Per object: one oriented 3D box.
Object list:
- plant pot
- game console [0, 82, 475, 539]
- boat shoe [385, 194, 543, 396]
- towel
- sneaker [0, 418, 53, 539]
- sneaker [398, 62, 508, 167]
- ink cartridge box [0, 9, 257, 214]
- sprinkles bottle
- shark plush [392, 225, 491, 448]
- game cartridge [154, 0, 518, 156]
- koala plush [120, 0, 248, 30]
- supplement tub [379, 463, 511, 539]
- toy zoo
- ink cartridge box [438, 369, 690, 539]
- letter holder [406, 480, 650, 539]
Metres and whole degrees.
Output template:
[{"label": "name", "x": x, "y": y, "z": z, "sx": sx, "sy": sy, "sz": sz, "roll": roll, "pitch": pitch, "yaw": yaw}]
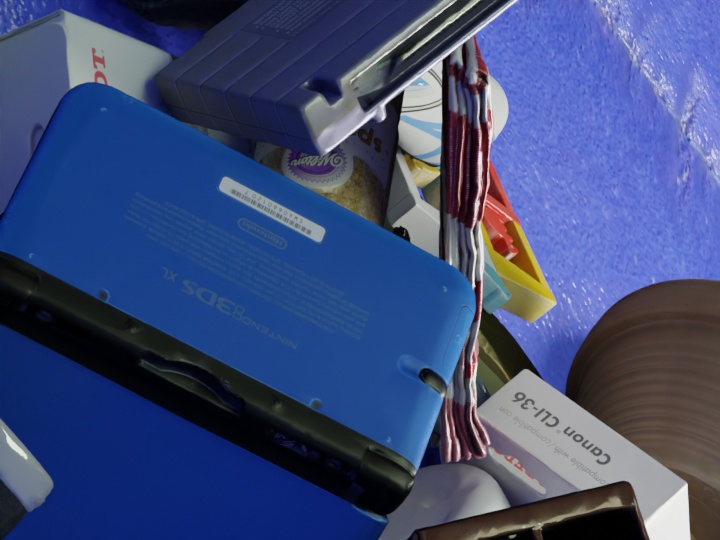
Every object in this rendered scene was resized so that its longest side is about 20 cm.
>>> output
[{"label": "plant pot", "x": 0.185, "y": 0.111, "z": 1.500, "sx": 0.093, "sy": 0.200, "sz": 0.201, "roll": -47, "pitch": 115, "yaw": -41}, {"label": "game console", "x": -0.077, "y": 0.049, "z": 1.209, "sx": 0.199, "sy": 0.118, "sz": 0.171, "roll": 28, "pitch": 53, "yaw": -8}, {"label": "boat shoe", "x": 0.034, "y": 0.027, "z": 1.533, "sx": 0.201, "sy": 0.063, "sz": 0.073, "roll": 55, "pitch": 19, "yaw": -8}, {"label": "towel", "x": 0.048, "y": -0.030, "z": 1.342, "sx": 0.144, "sy": 0.023, "sz": 0.201, "roll": -91, "pitch": -179, "yaw": -64}, {"label": "sneaker", "x": -0.225, "y": 0.049, "z": 1.117, "sx": 0.200, "sy": 0.112, "sz": 0.073, "roll": 45, "pitch": -11, "yaw": 9}, {"label": "sneaker", "x": 0.023, "y": -0.103, "z": 1.472, "sx": 0.200, "sy": 0.072, "sz": 0.072, "roll": 11, "pitch": 40, "yaw": -55}, {"label": "ink cartridge box", "x": -0.097, "y": -0.018, "z": 1.332, "sx": 0.200, "sy": 0.083, "sz": 0.146, "roll": 19, "pitch": 58, "yaw": -52}, {"label": "sprinkles bottle", "x": -0.020, "y": -0.032, "z": 1.313, "sx": 0.068, "sy": 0.068, "sz": 0.201, "roll": 44, "pitch": 41, "yaw": -36}, {"label": "shark plush", "x": 0.000, "y": 0.000, "z": 1.471, "sx": 0.091, "sy": 0.083, "sz": 0.201, "roll": -20, "pitch": 91, "yaw": -58}, {"label": "game cartridge", "x": 0.015, "y": -0.123, "z": 1.284, "sx": 0.200, "sy": 0.129, "sz": 0.038, "roll": -39, "pitch": 115, "yaw": -22}, {"label": "koala plush", "x": -0.037, "y": -0.233, "z": 1.474, "sx": 0.184, "sy": 0.177, "sz": 0.201, "roll": 14, "pitch": 61, "yaw": -66}, {"label": "supplement tub", "x": 0.053, "y": 0.208, "z": 1.400, "sx": 0.200, "sy": 0.132, "sz": 0.132, "roll": 61, "pitch": 33, "yaw": -18}, {"label": "toy zoo", "x": 0.042, "y": -0.050, "z": 1.553, "sx": 0.131, "sy": 0.020, "sz": 0.200, "roll": 34, "pitch": 26, "yaw": -44}, {"label": "ink cartridge box", "x": 0.105, "y": 0.133, "z": 1.448, "sx": 0.067, "sy": 0.116, "sz": 0.200, "roll": -38, "pitch": 144, "yaw": -24}, {"label": "letter holder", "x": 0.056, "y": 0.196, "z": 1.196, "sx": 0.100, "sy": 0.200, "sz": 0.143, "roll": -11, "pitch": 70, "yaw": -24}]
